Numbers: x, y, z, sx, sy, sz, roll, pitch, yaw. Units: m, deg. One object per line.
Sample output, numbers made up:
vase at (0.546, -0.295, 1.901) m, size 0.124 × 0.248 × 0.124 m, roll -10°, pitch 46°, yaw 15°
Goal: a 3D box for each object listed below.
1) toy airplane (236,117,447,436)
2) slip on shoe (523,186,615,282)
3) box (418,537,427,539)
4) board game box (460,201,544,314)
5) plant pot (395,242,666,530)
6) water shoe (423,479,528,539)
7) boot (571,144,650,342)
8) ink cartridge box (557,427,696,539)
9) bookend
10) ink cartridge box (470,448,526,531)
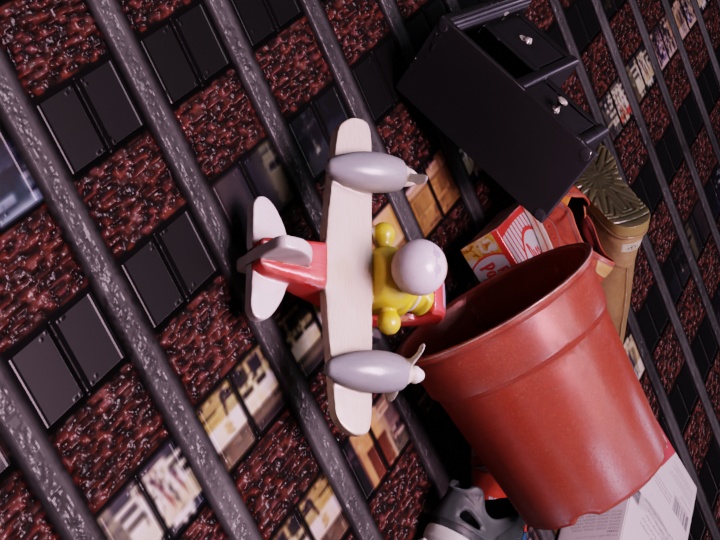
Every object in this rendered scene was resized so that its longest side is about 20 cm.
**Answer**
toy airplane at (0.000, 0.000, 1.017) m, size 0.199 × 0.140 × 0.201 m, roll -49°, pitch 120°, yaw -48°
slip on shoe at (0.204, -0.068, 1.307) m, size 0.074 × 0.061 × 0.201 m, roll 17°, pitch 46°, yaw -52°
box at (0.078, 0.311, 1.002) m, size 0.200 × 0.117 × 0.060 m, roll 42°, pitch 44°, yaw -8°
board game box at (0.189, 0.034, 1.294) m, size 0.201 × 0.046 × 0.151 m, roll 57°, pitch 26°, yaw -4°
plant pot at (0.164, 0.110, 1.137) m, size 0.196 × 0.200 × 0.201 m, roll 59°, pitch 38°, yaw -7°
water shoe at (0.140, 0.256, 1.186) m, size 0.200 × 0.071 × 0.079 m, roll 35°, pitch 73°, yaw -43°
boot at (0.246, -0.023, 1.396) m, size 0.201 × 0.066 × 0.176 m, roll 91°, pitch -18°, yaw -44°
ink cartridge box at (0.295, 0.279, 1.404) m, size 0.147 × 0.082 × 0.201 m, roll 55°, pitch 40°, yaw -29°
bookend at (0.172, -0.171, 1.271) m, size 0.200 × 0.092 × 0.198 m, roll 45°, pitch 35°, yaw 12°
ink cartridge box at (0.158, 0.171, 1.270) m, size 0.109 × 0.050 × 0.202 m, roll 26°, pitch 59°, yaw -49°
